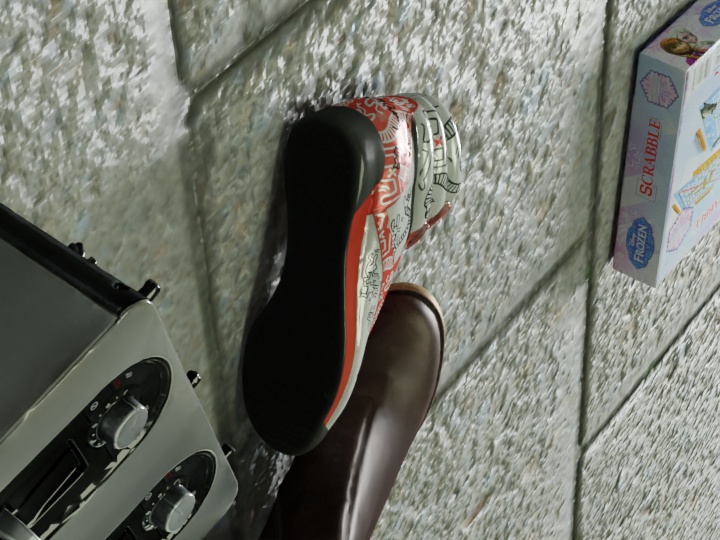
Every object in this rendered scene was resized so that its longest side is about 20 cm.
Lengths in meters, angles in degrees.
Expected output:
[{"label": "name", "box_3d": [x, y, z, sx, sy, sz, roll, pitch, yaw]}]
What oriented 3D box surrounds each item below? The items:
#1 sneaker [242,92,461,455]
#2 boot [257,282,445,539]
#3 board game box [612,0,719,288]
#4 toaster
[{"label": "sneaker", "box_3d": [0.001, 0.000, 1.038, 0.108, 0.067, 0.202, -23, 130, -50]}, {"label": "boot", "box_3d": [-0.004, 0.118, 1.056, 0.166, 0.072, 0.200, -92, -154, -70]}, {"label": "board game box", "box_3d": [0.263, -0.120, 1.433, 0.200, 0.041, 0.200, -41, 145, -38]}, {"label": "toaster", "box_3d": [-0.157, 0.037, 0.669, 0.119, 0.200, 0.181, -51, 159, -18]}]
